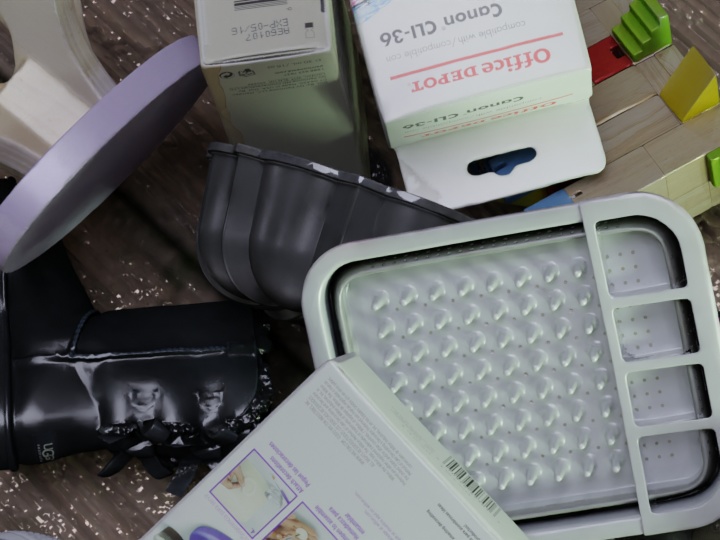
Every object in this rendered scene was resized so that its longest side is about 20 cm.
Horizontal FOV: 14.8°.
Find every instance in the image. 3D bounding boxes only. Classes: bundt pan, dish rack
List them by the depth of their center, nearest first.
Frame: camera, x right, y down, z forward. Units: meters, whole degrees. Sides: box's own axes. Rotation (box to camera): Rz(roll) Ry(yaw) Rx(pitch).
[{"bbox_3d":[0.081,0.051,1.371,0.200,0.044,0.172,-10,104,11],"label":"dish rack"},{"bbox_3d":[0.000,0.000,1.483,0.202,0.202,0.076,18,84,13],"label":"bundt pan"}]

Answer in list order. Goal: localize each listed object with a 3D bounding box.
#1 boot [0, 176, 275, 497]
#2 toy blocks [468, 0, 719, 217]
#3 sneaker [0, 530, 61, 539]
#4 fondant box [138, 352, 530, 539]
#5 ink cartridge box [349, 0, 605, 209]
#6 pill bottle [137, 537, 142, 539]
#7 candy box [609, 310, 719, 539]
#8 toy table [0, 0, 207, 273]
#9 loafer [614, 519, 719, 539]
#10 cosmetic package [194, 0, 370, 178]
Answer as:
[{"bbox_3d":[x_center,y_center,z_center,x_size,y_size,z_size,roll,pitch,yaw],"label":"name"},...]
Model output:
[{"bbox_3d":[-0.132,0.033,1.553,0.162,0.073,0.198,-2,55,-4],"label":"boot"},{"bbox_3d":[0.119,-0.080,1.552,0.137,0.100,0.200,-28,54,-7],"label":"toy blocks"},{"bbox_3d":[-0.246,0.201,1.482,0.200,0.075,0.115,-2,48,2],"label":"sneaker"},{"bbox_3d":[-0.030,0.158,1.333,0.200,0.058,0.144,-44,85,9],"label":"fondant box"},{"bbox_3d":[0.055,-0.140,1.480,0.116,0.068,0.200,-15,79,2],"label":"ink cartridge box"},{"bbox_3d":[-0.073,0.237,1.444,0.109,0.109,0.200,-13,68,1],"label":"pill bottle"},{"bbox_3d":[0.132,0.107,1.498,0.136,0.061,0.200,19,72,13],"label":"candy box"},{"bbox_3d":[-0.177,-0.094,1.512,0.117,0.200,0.184,41,119,2],"label":"toy table"},{"bbox_3d":[0.171,0.119,1.429,0.070,0.075,0.200,16,66,-25],"label":"loafer"},{"bbox_3d":[-0.042,-0.117,1.534,0.073,0.200,0.104,-7,67,3],"label":"cosmetic package"}]
